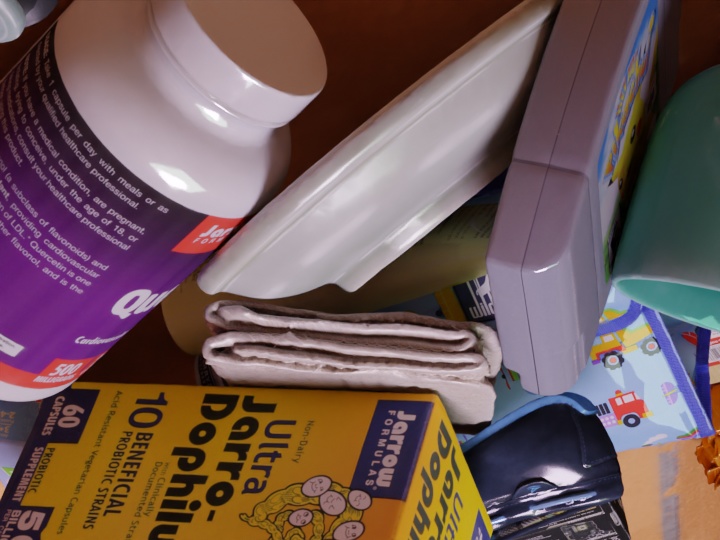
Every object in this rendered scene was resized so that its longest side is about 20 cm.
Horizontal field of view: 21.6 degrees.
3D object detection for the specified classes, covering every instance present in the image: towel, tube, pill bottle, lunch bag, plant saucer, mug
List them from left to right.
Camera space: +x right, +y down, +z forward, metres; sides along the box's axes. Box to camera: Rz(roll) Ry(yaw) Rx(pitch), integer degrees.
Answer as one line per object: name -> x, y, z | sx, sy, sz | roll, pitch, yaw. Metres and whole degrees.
pill bottle -> -0.107, -0.040, 0.780 | 0.112, 0.112, 0.200 | 15, 134, -45
towel -> 0.000, 0.047, 0.892 | 0.132, 0.034, 0.200 | 5, 168, 3
tube -> 0.000, 0.000, 0.906 | 0.200, 0.058, 0.052 | -13, 148, 24
plant saucer -> 0.020, -0.041, 0.817 | 0.200, 0.050, 0.200 | -39, 180, 0
lunch bag -> 0.081, 0.009, 0.983 | 0.151, 0.094, 0.200 | -15, 133, 23
mug -> 0.199, -0.026, 0.835 | 0.152, 0.114, 0.185 | 15, 175, 11

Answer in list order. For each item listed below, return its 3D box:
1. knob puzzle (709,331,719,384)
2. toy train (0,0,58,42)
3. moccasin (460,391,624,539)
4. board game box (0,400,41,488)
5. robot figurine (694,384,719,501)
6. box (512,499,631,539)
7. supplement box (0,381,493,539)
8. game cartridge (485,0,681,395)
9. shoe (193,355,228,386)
knob puzzle -> 0.144, 0.020, 1.095 | 0.220, 0.030, 0.220 | -1, 150, -1
toy train -> -0.159, -0.147, 0.593 | 0.114, 0.085, 0.200 | 20, 162, 18
moccasin -> 0.041, 0.136, 0.943 | 0.200, 0.068, 0.080 | -38, 162, 27
board game box -> -0.091, 0.112, 1.012 | 0.200, 0.037, 0.151 | 7, 156, 4
robot figurine -> 0.326, 0.087, 1.296 | 0.200, 0.058, 0.145 | -22, 150, 2
box -> 0.064, 0.160, 1.237 | 0.200, 0.044, 0.160 | -17, 150, 11
supplement box -> -0.056, 0.127, 0.864 | 0.200, 0.109, 0.110 | 0, 139, 22
game cartridge -> 0.101, -0.061, 0.813 | 0.040, 0.200, 0.133 | 11, 154, 19
shoe -> -0.005, 0.080, 1.069 | 0.091, 0.071, 0.200 | -25, 145, 17
